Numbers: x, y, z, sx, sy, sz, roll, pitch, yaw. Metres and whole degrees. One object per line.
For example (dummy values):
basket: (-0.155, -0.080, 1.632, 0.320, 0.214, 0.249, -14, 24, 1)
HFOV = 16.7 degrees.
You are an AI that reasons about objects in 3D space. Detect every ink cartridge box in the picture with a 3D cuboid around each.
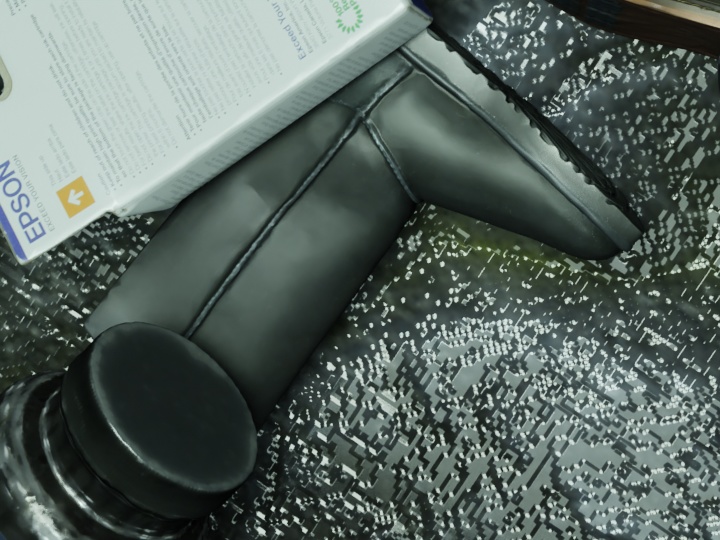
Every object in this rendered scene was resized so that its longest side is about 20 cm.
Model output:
ink cartridge box: (-0.099, -0.132, 1.037, 0.200, 0.041, 0.200, -32, 73, 13)

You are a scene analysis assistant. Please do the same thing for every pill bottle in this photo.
pill bottle: (-0.136, 0.114, 1.045, 0.112, 0.112, 0.200, 47, 120, 1)

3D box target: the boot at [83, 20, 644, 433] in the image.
boot: (-0.001, -0.001, 1.051, 0.165, 0.066, 0.200, 43, 100, 11)

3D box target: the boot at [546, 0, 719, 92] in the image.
boot: (0.131, -0.143, 1.015, 0.200, 0.075, 0.097, 29, 85, 5)
